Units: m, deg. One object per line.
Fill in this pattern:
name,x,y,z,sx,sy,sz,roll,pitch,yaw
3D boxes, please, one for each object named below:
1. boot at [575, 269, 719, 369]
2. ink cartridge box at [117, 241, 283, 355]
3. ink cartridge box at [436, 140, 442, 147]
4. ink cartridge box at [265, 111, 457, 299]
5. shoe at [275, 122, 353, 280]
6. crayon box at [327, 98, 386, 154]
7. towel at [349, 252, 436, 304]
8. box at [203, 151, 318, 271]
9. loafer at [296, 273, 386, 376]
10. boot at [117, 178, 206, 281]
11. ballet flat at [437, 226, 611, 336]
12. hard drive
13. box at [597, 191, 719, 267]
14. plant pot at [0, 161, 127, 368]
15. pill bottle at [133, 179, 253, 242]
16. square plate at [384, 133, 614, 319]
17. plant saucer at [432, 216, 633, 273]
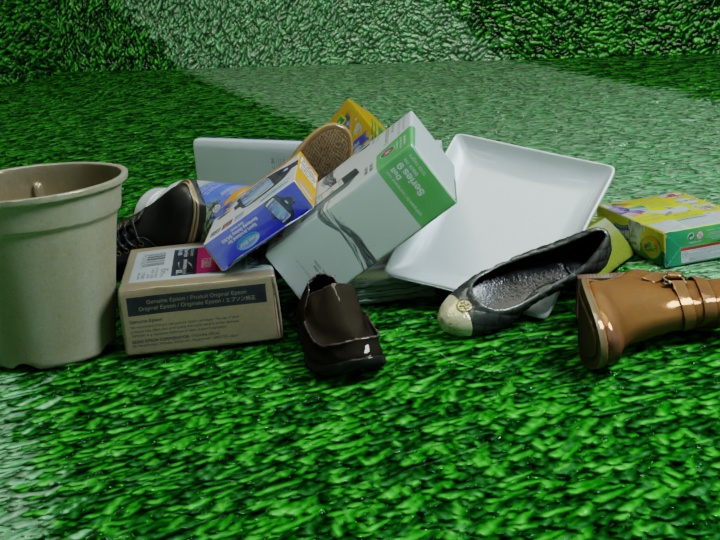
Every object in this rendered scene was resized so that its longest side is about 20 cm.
boot,0.282,0.044,1.342,0.154,0.077,0.200,1,8,7
ink cartridge box,-0.172,0.023,1.543,0.164,0.076,0.200,-7,14,-4
ink cartridge box,0.021,-0.132,2.045,0.199,0.085,0.145,-2,15,7
ink cartridge box,0.001,-0.065,1.530,0.200,0.084,0.146,-36,15,13
shoe,-0.073,-0.085,1.658,0.070,0.201,0.053,26,11,-17
crayon box,-0.013,-0.119,1.715,0.051,0.126,0.200,30,15,-37
towel,0.000,0.000,1.659,0.148,0.031,0.200,-7,15,-9
box,-0.105,-0.064,1.527,0.119,0.042,0.200,-35,10,8
loafer,-0.029,0.050,1.397,0.073,0.072,0.200,-9,15,-15
boot,-0.274,-0.035,1.644,0.138,0.078,0.200,-4,-29,-36
ballet flat,0.164,0.006,1.444,0.199,0.057,0.067,-27,62,-12
hard drive,-0.137,-0.110,1.921,0.199,0.133,0.025,6,19,35
box,0.366,-0.054,1.710,0.117,0.049,0.200,-9,18,-14
plant pot,-0.330,-0.004,1.480,0.199,0.185,0.201,-5,15,1
pill bottle,-0.190,-0.055,1.769,0.199,0.113,0.112,8,19,42
square plate,0.153,-0.049,1.549,0.197,0.028,0.201,15,63,28
plant saucer,0.196,-0.034,1.626,0.199,0.048,0.200,5,12,22
